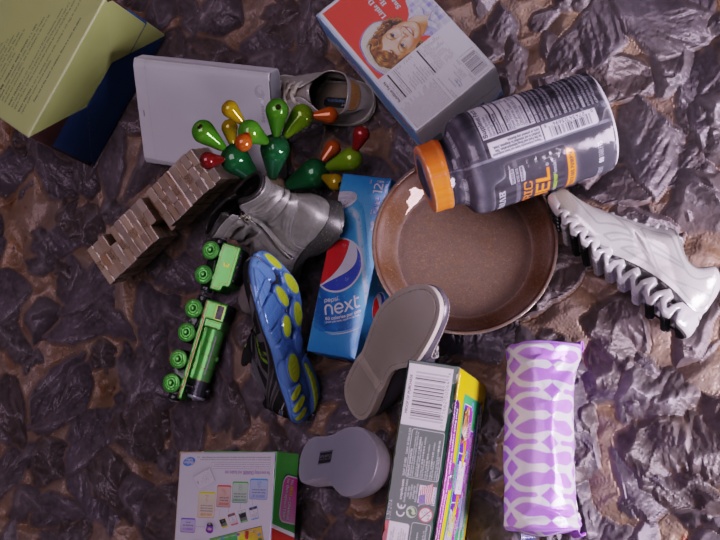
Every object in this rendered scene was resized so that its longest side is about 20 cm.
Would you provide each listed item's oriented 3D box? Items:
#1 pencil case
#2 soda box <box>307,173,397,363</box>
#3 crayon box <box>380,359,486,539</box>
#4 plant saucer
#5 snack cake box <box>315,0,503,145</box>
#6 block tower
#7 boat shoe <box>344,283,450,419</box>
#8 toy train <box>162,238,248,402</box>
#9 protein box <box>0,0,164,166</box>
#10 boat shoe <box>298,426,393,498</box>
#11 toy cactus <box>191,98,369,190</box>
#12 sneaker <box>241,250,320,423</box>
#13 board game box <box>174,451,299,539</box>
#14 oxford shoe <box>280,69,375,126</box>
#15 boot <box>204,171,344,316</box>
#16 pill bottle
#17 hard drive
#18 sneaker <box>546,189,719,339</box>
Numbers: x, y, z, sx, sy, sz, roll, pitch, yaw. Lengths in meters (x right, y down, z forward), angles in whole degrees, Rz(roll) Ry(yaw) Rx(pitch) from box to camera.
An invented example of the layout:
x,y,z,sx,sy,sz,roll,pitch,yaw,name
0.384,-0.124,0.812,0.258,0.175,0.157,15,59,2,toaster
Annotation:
x,y,z,sx,sy,sz,roll,pitch,yaw,name
0.187,0.170,1.185,0.084,0.084,0.204,4,80,-12,pencil case
0.000,0.000,1.310,0.063,0.068,0.204,7,81,25,soda box
0.074,0.202,1.172,0.057,0.172,0.204,7,81,15,crayon box
0.111,-0.026,1.261,0.196,0.037,0.204,-1,73,4,plant saucer
0.055,-0.244,1.331,0.114,0.067,0.201,-38,66,1,snack cake box
-0.239,-0.068,1.419,0.199,0.054,0.058,-39,83,19,block tower
0.048,0.081,1.226,0.073,0.062,0.201,59,138,28,boat shoe
-0.181,0.061,1.394,0.055,0.042,0.203,14,84,15,toy train
-0.399,-0.279,1.511,0.199,0.135,0.201,32,93,26,protein box
-0.005,0.200,1.213,0.199,0.056,0.070,-14,59,66,boat shoe
-0.095,-0.113,1.341,0.196,0.167,0.103,3,35,-10,toy cactus
-0.102,0.077,1.296,0.082,0.071,0.203,6,119,33,sneaker
-0.142,0.303,1.301,0.151,0.040,0.204,-6,76,37,board game box
-0.078,-0.202,1.397,0.197,0.058,0.077,1,80,25,oxford shoe
-0.119,-0.032,1.305,0.200,0.129,0.068,-47,39,37,boot
0.156,-0.124,1.214,0.197,0.106,0.108,-19,70,-4,pill bottle
-0.182,-0.184,1.416,0.197,0.026,0.134,11,117,28,hard drive
0.275,-0.021,1.196,0.200,0.075,0.081,42,88,16,sneaker
